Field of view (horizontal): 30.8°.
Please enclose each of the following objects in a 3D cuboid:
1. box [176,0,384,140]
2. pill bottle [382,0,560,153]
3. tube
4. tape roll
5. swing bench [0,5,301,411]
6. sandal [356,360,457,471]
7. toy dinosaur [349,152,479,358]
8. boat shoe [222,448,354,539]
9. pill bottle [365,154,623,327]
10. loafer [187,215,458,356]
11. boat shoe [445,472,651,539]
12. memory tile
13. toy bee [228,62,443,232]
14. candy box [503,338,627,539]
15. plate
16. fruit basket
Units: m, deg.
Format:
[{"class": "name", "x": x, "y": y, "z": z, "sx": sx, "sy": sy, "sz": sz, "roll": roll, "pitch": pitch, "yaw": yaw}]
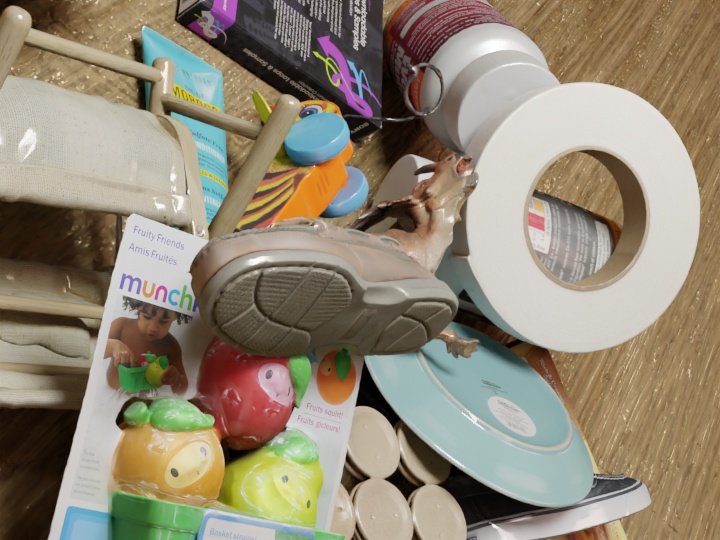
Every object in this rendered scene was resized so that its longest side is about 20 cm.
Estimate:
[{"class": "box", "x": -0.057, "y": -0.211, "z": 1.052, "sx": 0.199, "sy": 0.036, "sz": 0.144, "roll": 30, "pitch": 49, "yaw": -37}, {"class": "pill bottle", "x": 0.091, "y": -0.160, "z": 1.077, "sx": 0.109, "sy": 0.110, "sz": 0.200, "roll": 41, "pitch": 11, "yaw": -29}, {"class": "tube", "x": -0.117, "y": -0.072, "z": 0.891, "sx": 0.077, "sy": 0.050, "sz": 0.201, "roll": 32, "pitch": 42, "yaw": -48}, {"class": "tape roll", "x": 0.161, "y": -0.039, "z": 0.981, "sx": 0.201, "sy": 0.037, "sz": 0.205, "roll": -2, "pitch": 95, "yaw": -20}, {"class": "swing bench", "x": -0.165, "y": -0.030, "z": 0.710, "sx": 0.198, "sy": 0.129, "sz": 0.202, "roll": 11, "pitch": 98, "yaw": -50}, {"class": "sandal", "x": -0.004, "y": 0.080, "z": 0.946, "sx": 0.200, "sy": 0.048, "sz": 0.076, "roll": 37, "pitch": 40, "yaw": -14}, {"class": "toy dinosaur", "x": 0.000, "y": 0.000, "z": 0.908, "sx": 0.086, "sy": 0.198, "sz": 0.136, "roll": 87, "pitch": -18, "yaw": -44}, {"class": "boat shoe", "x": -0.044, "y": 0.166, "z": 0.828, "sx": 0.200, "sy": 0.057, "sz": 0.067, "roll": 47, "pitch": 39, "yaw": -23}, {"class": "pill bottle", "x": 0.110, "y": -0.015, "z": 1.045, "sx": 0.199, "sy": 0.116, "sz": 0.117, "roll": 20, "pitch": 52, "yaw": -20}, {"class": "loafer", "x": -0.024, "y": 0.004, "z": 0.698, "sx": 0.199, "sy": 0.072, "sz": 0.063, "roll": 12, "pitch": 38, "yaw": -53}, {"class": "boat shoe", "x": 0.140, "y": 0.164, "z": 0.973, "sx": 0.199, "sy": 0.072, "sz": 0.068, "roll": -3, "pitch": 73, "yaw": -38}, {"class": "memory tile", "x": 0.016, "y": 0.180, "z": 0.819, "sx": 0.152, "sy": 0.017, "sz": 0.202, "roll": 13, "pitch": 56, "yaw": -41}, {"class": "toy bee", "x": -0.040, "y": -0.080, "z": 0.962, "sx": 0.199, "sy": 0.108, "sz": 0.132, "roll": -27, "pitch": 122, "yaw": -42}, {"class": "candy box", "x": 0.140, "y": 0.162, "z": 1.066, "sx": 0.115, "sy": 0.055, "sz": 0.201, "roll": -18, "pitch": 84, "yaw": -54}, {"class": "plate", "x": 0.091, "y": 0.089, "z": 0.943, "sx": 0.199, "sy": 0.026, "sz": 0.201, "roll": 29, "pitch": 23, "yaw": -14}, {"class": "fruit basket", "x": -0.069, "y": 0.092, "z": 0.700, "sx": 0.184, "sy": 0.093, "sz": 0.202, "roll": 22, "pitch": 81, "yaw": -41}]
